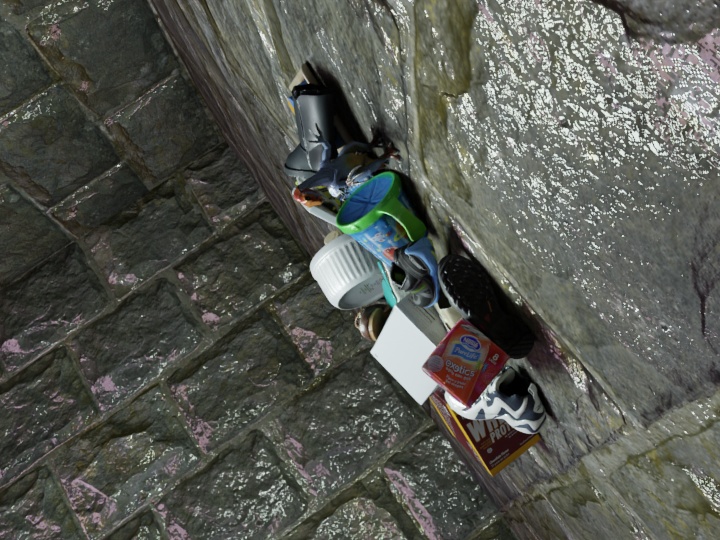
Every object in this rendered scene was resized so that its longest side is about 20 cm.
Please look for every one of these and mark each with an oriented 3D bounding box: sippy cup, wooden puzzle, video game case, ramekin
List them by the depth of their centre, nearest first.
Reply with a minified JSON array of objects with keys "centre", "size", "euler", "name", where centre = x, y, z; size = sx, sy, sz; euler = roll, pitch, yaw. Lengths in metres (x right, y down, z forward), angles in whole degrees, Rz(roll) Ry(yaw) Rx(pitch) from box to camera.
[{"centre":[0.047,-0.081,1.180],"size":[0.130,0.139,0.178],"euler":[47,-158,-25],"name":"sippy cup"},{"centre":[-0.085,-0.299,1.328],"size":[0.186,0.046,0.200],"euler":[56,172,-9],"name":"wooden puzzle"},{"centre":[0.000,0.000,1.445],"size":[0.200,0.199,0.106],"euler":[74,170,-68],"name":"ramekin"},{"centre":[-0.056,-0.128,1.585],"size":[0.199,0.023,0.182],"euler":[25,-170,-24],"name":"video game case"}]

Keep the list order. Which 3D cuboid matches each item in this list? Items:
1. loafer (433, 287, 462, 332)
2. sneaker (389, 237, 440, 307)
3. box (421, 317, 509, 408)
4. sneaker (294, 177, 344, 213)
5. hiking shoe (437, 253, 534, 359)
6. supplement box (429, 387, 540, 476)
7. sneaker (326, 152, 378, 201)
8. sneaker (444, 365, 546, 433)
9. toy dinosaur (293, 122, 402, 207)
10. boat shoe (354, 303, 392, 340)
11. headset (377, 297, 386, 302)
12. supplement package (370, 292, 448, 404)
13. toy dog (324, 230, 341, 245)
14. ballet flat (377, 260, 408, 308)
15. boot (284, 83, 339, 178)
[{"centre":[0.178,0.079,1.207],"size":[0.200,0.075,0.068],"euler":[52,178,26],"name":"loafer"},{"centre":[0.092,0.005,1.141],"size":[0.200,0.082,0.071],"euler":[68,-167,-63],"name":"sneaker"},{"centre":[0.163,0.150,1.067],"size":[0.095,0.100,0.200],"euler":[39,176,11],"name":"box"},{"centre":[-0.059,-0.184,1.563],"size":[0.199,0.077,0.075],"euler":[34,-173,5],"name":"sneaker"},{"centre":[0.189,0.065,1.079],"size":[0.201,0.075,0.101],"euler":[53,169,11],"name":"hiking shoe"},{"centre":[0.250,0.293,1.456],"size":[0.198,0.132,0.200],"euler":[58,172,-19],"name":"supplement box"},{"centre":[-0.016,-0.170,1.291],"size":[0.079,0.089,0.200],"euler":[54,171,-2],"name":"sneaker"},{"centre":[0.244,0.220,1.244],"size":[0.198,0.079,0.130],"euler":[17,137,36],"name":"sneaker"},{"centre":[-0.024,-0.150,1.079],"size":[0.105,0.181,0.200],"euler":[51,172,22],"name":"toy dinosaur"},{"centre":[0.022,0.111,1.446],"size":[0.200,0.070,0.071],"euler":[-4,-84,-76],"name":"boat shoe"},{"centre":[0.074,0.025,1.584],"size":[0.200,0.094,0.124],"euler":[51,138,19],"name":"headset"},{"centre":[0.130,0.143,1.329],"size":[0.156,0.111,0.200],"euler":[45,148,15],"name":"supplement package"},{"centre":[-0.001,-0.060,1.731],"size":[0.199,0.097,0.132],"euler":[32,169,36],"name":"toy dog"},{"centre":[0.077,0.021,1.326],"size":[0.070,0.069,0.200],"euler":[52,170,23],"name":"ballet flat"},{"centre":[-0.093,-0.258,1.238],"size":[0.200,0.076,0.170],"euler":[27,129,60],"name":"boot"}]
